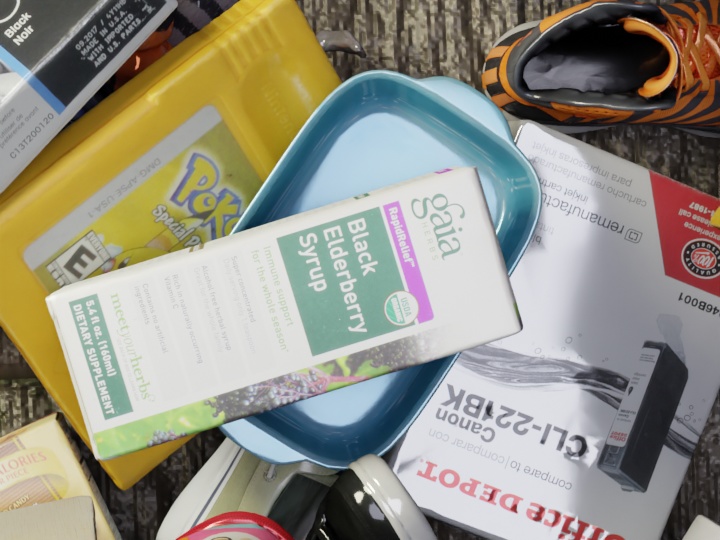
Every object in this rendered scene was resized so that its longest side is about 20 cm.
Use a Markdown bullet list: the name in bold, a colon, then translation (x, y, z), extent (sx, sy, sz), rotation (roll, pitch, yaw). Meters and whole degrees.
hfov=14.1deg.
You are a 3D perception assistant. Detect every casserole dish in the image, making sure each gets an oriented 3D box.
- **casserole dish**: translation (0.000, 0.000, 1.373), extent (0.121, 0.039, 0.200), rotation (33, 88, 0)

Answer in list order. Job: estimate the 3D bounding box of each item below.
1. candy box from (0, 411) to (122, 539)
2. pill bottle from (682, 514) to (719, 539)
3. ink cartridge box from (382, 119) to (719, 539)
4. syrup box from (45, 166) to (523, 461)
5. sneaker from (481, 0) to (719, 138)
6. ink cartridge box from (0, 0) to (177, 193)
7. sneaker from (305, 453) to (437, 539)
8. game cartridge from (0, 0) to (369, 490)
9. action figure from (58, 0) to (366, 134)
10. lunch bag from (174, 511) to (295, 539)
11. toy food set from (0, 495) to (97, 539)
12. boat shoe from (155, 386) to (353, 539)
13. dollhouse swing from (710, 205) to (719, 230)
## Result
- **candy box**: translation (-0.158, 0.184, 1.433), extent (0.115, 0.055, 0.200), rotation (-26, 94, -3)
- **pill bottle**: translation (0.146, 0.223, 1.383), extent (0.109, 0.109, 0.200), rotation (31, 90, -5)
- **ink cartridge box**: translation (0.100, 0.043, 1.443), extent (0.144, 0.084, 0.200), rotation (22, 89, -10)
- **syrup box**: translation (-0.033, 0.017, 1.313), extent (0.200, 0.081, 0.079), rotation (-17, 92, 0)
- **sneaker**: translation (0.164, -0.101, 1.437), extent (0.200, 0.112, 0.078), rotation (-10, 92, -6)
- **ink cartridge box**: translation (-0.213, -0.104, 1.369), extent (0.198, 0.200, 0.043), rotation (-48, 137, -4)
- **sneaker**: translation (-0.020, 0.168, 1.375), extent (0.112, 0.200, 0.073), rotation (-29, 63, -15)
- **game cartridge**: translation (-0.079, -0.014, 1.390), extent (0.200, 0.032, 0.176), rotation (-37, 127, -8)
- **action figure**: translation (-0.092, -0.068, 1.439), extent (0.193, 0.105, 0.200), rotation (-44, 124, 2)
- **lunch bag**: translation (-0.088, 0.208, 1.308), extent (0.200, 0.082, 0.176), rotation (-38, 102, 10)
- **toy food set**: translation (-0.177, 0.218, 1.383), extent (0.143, 0.060, 0.200), rotation (-12, 102, -1)
- **boat shoe**: translation (-0.023, 0.085, 1.425), extent (0.062, 0.072, 0.200), rotation (42, 105, 38)
- **dollhouse swing**: translation (0.317, -0.005, 1.367), extent (0.200, 0.176, 0.182), rotation (27, 106, -44)
